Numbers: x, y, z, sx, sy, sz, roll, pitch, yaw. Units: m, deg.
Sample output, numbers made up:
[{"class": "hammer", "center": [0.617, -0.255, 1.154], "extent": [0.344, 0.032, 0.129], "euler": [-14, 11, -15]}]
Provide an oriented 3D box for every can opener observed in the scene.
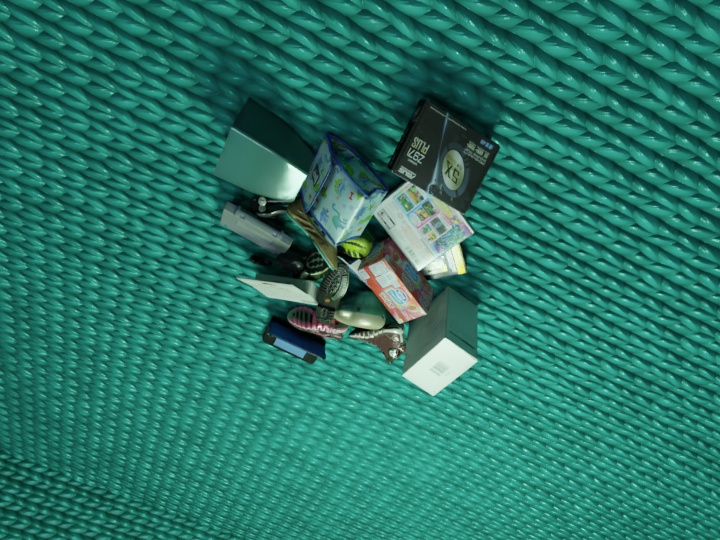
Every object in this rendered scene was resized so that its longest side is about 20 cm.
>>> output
[{"class": "can opener", "center": [-0.195, -0.169, 1.382], "extent": [0.191, 0.079, 0.066], "euler": [-2, 91, 9]}]

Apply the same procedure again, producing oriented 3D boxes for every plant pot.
[{"class": "plant pot", "center": [-0.217, -0.266, 1.248], "extent": [0.195, 0.144, 0.142], "euler": [27, 130, -16]}]

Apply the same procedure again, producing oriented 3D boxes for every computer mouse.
[{"class": "computer mouse", "center": [-0.238, -0.019, 1.482], "extent": [0.194, 0.035, 0.059], "euler": [2, 151, 36]}]

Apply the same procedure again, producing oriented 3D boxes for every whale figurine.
[{"class": "whale figurine", "center": [-0.016, 0.108, 1.542], "extent": [0.194, 0.108, 0.157], "euler": [7, 174, 32]}]

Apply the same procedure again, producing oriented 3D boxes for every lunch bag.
[{"class": "lunch bag", "center": [-0.056, -0.196, 1.271], "extent": [0.202, 0.125, 0.171], "euler": [51, 130, 17]}]

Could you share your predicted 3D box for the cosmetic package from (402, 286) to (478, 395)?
[{"class": "cosmetic package", "center": [0.225, 0.196, 1.487], "extent": [0.121, 0.203, 0.200], "euler": [32, 128, -13]}]

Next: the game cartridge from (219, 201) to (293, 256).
[{"class": "game cartridge", "center": [-0.279, -0.108, 1.418], "extent": [0.195, 0.039, 0.129], "euler": [30, 155, -12]}]

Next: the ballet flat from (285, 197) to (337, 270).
[{"class": "ballet flat", "center": [-0.105, -0.099, 1.333], "extent": [0.072, 0.068, 0.202], "euler": [-39, 90, 3]}]

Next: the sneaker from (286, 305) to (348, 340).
[{"class": "sneaker", "center": [-0.133, 0.173, 1.635], "extent": [0.192, 0.081, 0.097], "euler": [13, 142, 3]}]

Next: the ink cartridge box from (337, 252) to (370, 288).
[{"class": "ink cartridge box", "center": [0.000, 0.000, 1.428], "extent": [0.199, 0.094, 0.038], "euler": [39, 85, -34]}]

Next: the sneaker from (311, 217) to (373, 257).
[{"class": "sneaker", "center": [-0.053, -0.093, 1.394], "extent": [0.194, 0.084, 0.076], "euler": [24, 127, 17]}]

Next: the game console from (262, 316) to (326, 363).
[{"class": "game console", "center": [-0.215, 0.245, 1.673], "extent": [0.195, 0.120, 0.173], "euler": [26, 129, -10]}]

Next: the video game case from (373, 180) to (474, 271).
[{"class": "video game case", "center": [0.151, -0.123, 1.289], "extent": [0.180, 0.024, 0.201], "euler": [-34, 105, 26]}]

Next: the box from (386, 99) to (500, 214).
[{"class": "box", "center": [0.179, -0.250, 1.169], "extent": [0.195, 0.086, 0.168], "euler": [28, 102, -11]}]

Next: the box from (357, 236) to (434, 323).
[{"class": "box", "center": [0.094, 0.026, 1.374], "extent": [0.098, 0.097, 0.201], "euler": [-21, 118, 39]}]

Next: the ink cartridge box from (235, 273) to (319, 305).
[{"class": "ink cartridge box", "center": [-0.219, 0.040, 1.474], "extent": [0.193, 0.046, 0.176], "euler": [7, 161, 26]}]

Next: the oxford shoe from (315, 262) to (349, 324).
[{"class": "oxford shoe", "center": [-0.075, 0.046, 1.435], "extent": [0.070, 0.086, 0.203], "euler": [23, 130, -3]}]

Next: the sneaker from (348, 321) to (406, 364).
[{"class": "sneaker", "center": [0.054, 0.225, 1.588], "extent": [0.194, 0.075, 0.120], "euler": [-9, 100, 37]}]

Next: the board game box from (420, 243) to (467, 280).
[{"class": "board game box", "center": [0.178, -0.074, 1.374], "extent": [0.159, 0.058, 0.205], "euler": [-11, 125, 17]}]

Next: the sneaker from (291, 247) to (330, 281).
[{"class": "sneaker", "center": [-0.113, -0.008, 1.465], "extent": [0.086, 0.080, 0.197], "euler": [17, 162, -30]}]
